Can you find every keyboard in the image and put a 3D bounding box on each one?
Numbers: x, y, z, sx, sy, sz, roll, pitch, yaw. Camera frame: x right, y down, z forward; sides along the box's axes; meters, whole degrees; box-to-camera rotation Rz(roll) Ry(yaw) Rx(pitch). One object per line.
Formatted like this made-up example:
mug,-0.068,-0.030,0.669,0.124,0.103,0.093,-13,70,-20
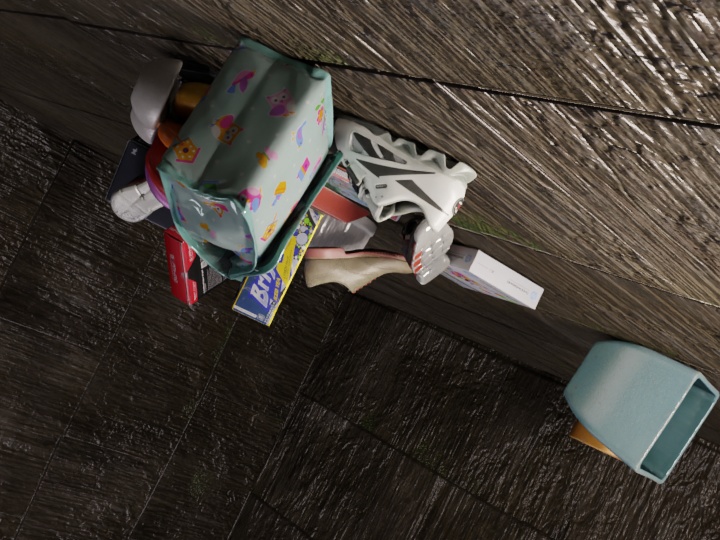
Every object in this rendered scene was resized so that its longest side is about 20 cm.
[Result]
keyboard,-0.162,-0.211,1.203,0.127,0.021,0.200,16,170,34

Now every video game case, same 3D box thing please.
video game case,-0.027,-0.129,1.413,0.199,0.017,0.143,26,176,0

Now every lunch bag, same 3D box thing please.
lunch bag,-0.101,-0.094,0.955,0.122,0.171,0.200,24,158,12

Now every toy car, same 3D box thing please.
toy car,-0.189,-0.141,1.122,0.175,0.150,0.200,22,172,-12

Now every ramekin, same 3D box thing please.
ramekin,-0.081,-0.078,1.786,0.200,0.105,0.200,26,176,2

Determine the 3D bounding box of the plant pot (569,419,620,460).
plant pot,0.691,0.405,2.603,0.200,0.184,0.200,25,177,2

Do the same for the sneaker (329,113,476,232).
sneaker,0.015,-0.102,1.022,0.200,0.089,0.074,26,178,25

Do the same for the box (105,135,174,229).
box,-0.304,-0.151,1.676,0.199,0.124,0.198,26,-162,-4

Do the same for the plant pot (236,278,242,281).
plant pot,-0.263,-0.077,2.257,0.141,0.201,0.141,25,175,11

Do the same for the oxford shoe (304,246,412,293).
oxford shoe,0.000,0.000,1.618,0.199,0.075,0.070,2,-178,-14

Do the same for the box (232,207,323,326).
box,-0.134,-0.017,1.556,0.070,0.201,0.064,26,-178,-9

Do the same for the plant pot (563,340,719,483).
plant pot,0.481,0.232,1.721,0.200,0.196,0.196,33,-179,35

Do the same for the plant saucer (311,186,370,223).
plant saucer,-0.110,-0.137,1.533,0.200,0.037,0.199,27,-179,31

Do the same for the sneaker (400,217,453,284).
sneaker,0.085,-0.043,1.449,0.082,0.077,0.200,52,170,18

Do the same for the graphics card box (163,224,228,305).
graphics card box,-0.219,-0.048,1.539,0.051,0.200,0.126,27,135,31

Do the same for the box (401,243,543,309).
box,0.182,-0.001,1.597,0.156,0.041,0.200,28,174,-31

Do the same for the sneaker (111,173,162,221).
sneaker,-0.297,-0.141,1.520,0.199,0.082,0.077,-12,118,18
